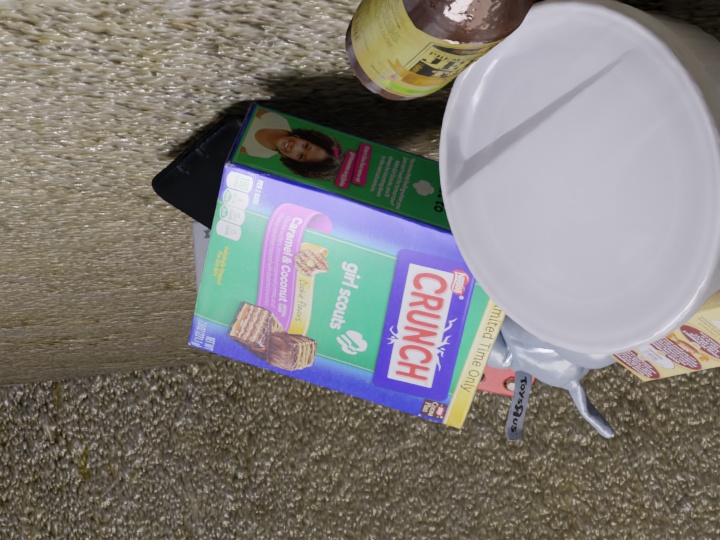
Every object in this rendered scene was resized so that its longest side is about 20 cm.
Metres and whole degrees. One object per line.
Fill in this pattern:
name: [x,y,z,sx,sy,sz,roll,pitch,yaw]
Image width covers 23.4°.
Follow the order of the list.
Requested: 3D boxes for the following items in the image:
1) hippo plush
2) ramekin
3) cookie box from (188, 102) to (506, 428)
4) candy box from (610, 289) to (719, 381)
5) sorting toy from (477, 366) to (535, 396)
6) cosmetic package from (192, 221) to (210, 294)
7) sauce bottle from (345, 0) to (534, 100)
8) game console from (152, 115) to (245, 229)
hippo plush: [0.127,0.023,1.241,0.159,0.201,0.161,-1,176,-11]
ramekin: [0.149,-0.060,1.008,0.202,0.203,0.094,-11,-177,44]
cookie box: [0.000,0.000,1.152,0.199,0.075,0.172,17,132,0]
candy box: [0.234,-0.001,1.088,0.055,0.116,0.200,37,160,-13]
sorting toy: [0.085,0.023,1.509,0.198,0.070,0.200,12,135,-7]
cosmetic package: [-0.038,0.009,1.706,0.198,0.124,0.200,-7,171,13]
sauce bottle: [0.045,-0.133,0.838,0.064,0.065,0.200,-3,173,-15]
game console: [-0.031,-0.071,1.285,0.175,0.117,0.200,-27,-179,-26]
